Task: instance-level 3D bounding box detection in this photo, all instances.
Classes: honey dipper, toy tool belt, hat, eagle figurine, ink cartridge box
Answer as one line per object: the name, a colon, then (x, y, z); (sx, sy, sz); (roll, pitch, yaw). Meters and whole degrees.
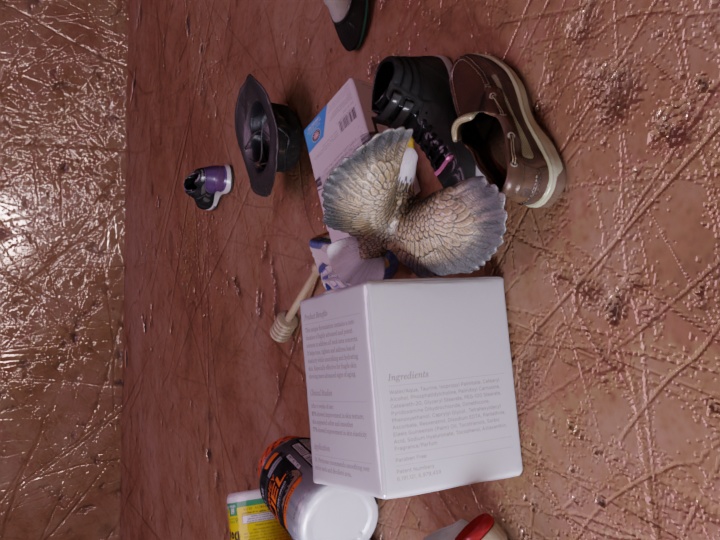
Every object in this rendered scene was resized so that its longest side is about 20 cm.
honey dipper: (-0.099, 0.047, 1.262); (0.200, 0.038, 0.038); (-58, 41, 44)
toy tool belt: (0.115, 0.315, 0.770); (0.123, 0.125, 0.200); (48, 146, 9)
hat: (-0.140, -0.223, 1.289); (0.200, 0.080, 0.203); (170, 90, -67)
eagle figurine: (0.037, -0.061, 0.769); (0.200, 0.151, 0.152); (-148, 40, -79)
ink cartridge box: (0.003, -0.122, 0.983); (0.116, 0.067, 0.202); (-40, 54, 41)

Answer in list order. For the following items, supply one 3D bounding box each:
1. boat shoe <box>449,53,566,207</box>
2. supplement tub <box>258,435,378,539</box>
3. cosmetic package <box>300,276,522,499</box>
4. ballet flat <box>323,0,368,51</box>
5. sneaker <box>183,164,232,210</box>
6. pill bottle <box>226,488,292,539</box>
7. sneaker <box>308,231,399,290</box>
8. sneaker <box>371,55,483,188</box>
boat shoe: (0.123, -0.145, 0.753); (0.203, 0.074, 0.075); (66, 145, 39)
supplement tub: (-0.068, 0.313, 1.106); (0.200, 0.121, 0.124); (18, 107, 63)
cosmetic package: (0.047, 0.116, 0.815); (0.167, 0.165, 0.202); (-16, 77, 63)
ballet flat: (-0.017, -0.394, 1.040); (0.068, 0.068, 0.201); (54, 137, 49)
sneaker: (-0.345, -0.184, 1.694); (0.200, 0.087, 0.076); (-29, 65, 61)
pill bottle: (-0.159, 0.468, 1.306); (0.113, 0.112, 0.202); (-35, 60, 59)
sneaker: (0.000, 0.000, 1.036); (0.200, 0.075, 0.089); (21, 127, 64)
sneaker: (0.066, -0.147, 0.842); (0.071, 0.098, 0.202); (-45, 53, 53)
